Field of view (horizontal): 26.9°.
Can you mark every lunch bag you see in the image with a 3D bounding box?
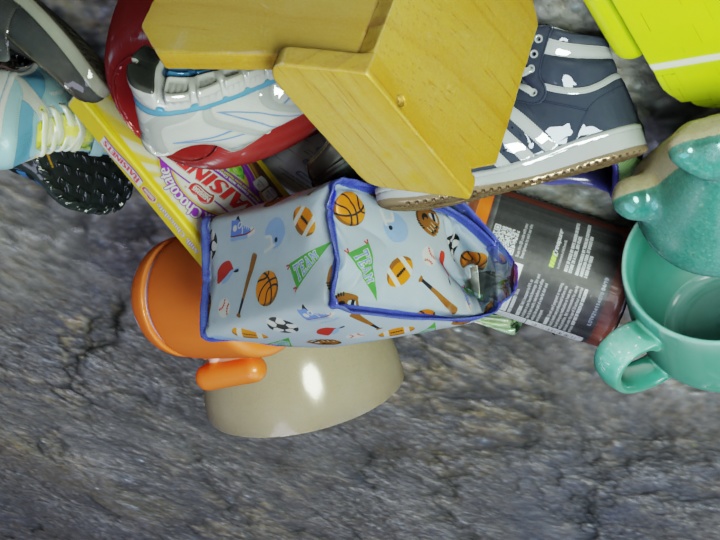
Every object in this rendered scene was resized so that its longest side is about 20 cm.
[{"bbox_3d":[0.000,0.000,1.182,0.200,0.124,0.170,11,165,-40],"label":"lunch bag"}]

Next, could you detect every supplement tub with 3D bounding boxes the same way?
[{"bbox_3d":[0.130,-0.014,1.283,0.200,0.107,0.107,19,151,2],"label":"supplement tub"}]

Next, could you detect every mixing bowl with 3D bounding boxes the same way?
[{"bbox_3d":[-0.117,-0.150,1.136,0.200,0.108,0.200,20,139,19],"label":"mixing bowl"}]

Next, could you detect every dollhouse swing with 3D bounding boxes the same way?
[{"bbox_3d":[-0.010,-0.164,1.009,0.176,0.200,0.182,-6,143,36],"label":"dollhouse swing"}]

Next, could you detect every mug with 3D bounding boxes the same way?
[{"bbox_3d":[0.275,0.023,1.199,0.185,0.152,0.114,-10,147,12],"label":"mug"}]

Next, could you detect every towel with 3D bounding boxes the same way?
[{"bbox_3d":[0.054,0.015,1.385,0.200,0.023,0.153,19,-178,6],"label":"towel"}]

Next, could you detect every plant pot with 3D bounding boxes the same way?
[{"bbox_3d":[-0.067,0.059,1.472,0.200,0.200,0.135,0,112,31],"label":"plant pot"}]

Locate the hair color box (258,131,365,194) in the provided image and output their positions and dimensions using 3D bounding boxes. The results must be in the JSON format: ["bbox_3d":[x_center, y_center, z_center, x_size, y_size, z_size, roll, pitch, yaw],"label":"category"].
[{"bbox_3d":[-0.033,-0.091,1.293,0.099,0.061,0.200,33,149,-22],"label":"hair color box"}]

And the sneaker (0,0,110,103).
[{"bbox_3d":[-0.290,-0.173,1.188,0.200,0.106,0.075,41,-177,16],"label":"sneaker"}]

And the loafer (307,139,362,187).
[{"bbox_3d":[0.024,-0.135,1.124,0.200,0.073,0.072,-41,76,27],"label":"loafer"}]

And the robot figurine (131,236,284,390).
[{"bbox_3d":[-0.128,0.024,1.349,0.200,0.117,0.144,-2,132,46],"label":"robot figurine"}]

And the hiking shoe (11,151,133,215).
[{"bbox_3d":[-0.302,-0.118,1.415,0.200,0.074,0.087,26,-168,-37],"label":"hiking shoe"}]

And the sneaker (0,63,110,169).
[{"bbox_3d":[-0.247,-0.125,1.270,0.130,0.200,0.080,14,114,-5],"label":"sneaker"}]

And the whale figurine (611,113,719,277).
[{"bbox_3d":[0.260,-0.055,1.067,0.159,0.104,0.200,-15,168,7],"label":"whale figurine"}]

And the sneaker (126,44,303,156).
[{"bbox_3d":[-0.067,-0.127,1.049,0.200,0.075,0.087,-13,142,-20],"label":"sneaker"}]

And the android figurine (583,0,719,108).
[{"bbox_3d":[0.242,-0.176,1.005,0.182,0.041,0.200,-6,142,38],"label":"android figurine"}]

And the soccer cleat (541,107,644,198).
[{"bbox_3d":[0.117,-0.110,1.147,0.200,0.084,0.065,16,151,8],"label":"soccer cleat"}]

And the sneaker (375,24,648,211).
[{"bbox_3d":[0.098,-0.112,1.086,0.200,0.109,0.070,-14,178,-3],"label":"sneaker"}]

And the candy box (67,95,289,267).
[{"bbox_3d":[-0.139,-0.088,1.240,0.200,0.102,0.026,50,147,-2],"label":"candy box"}]
